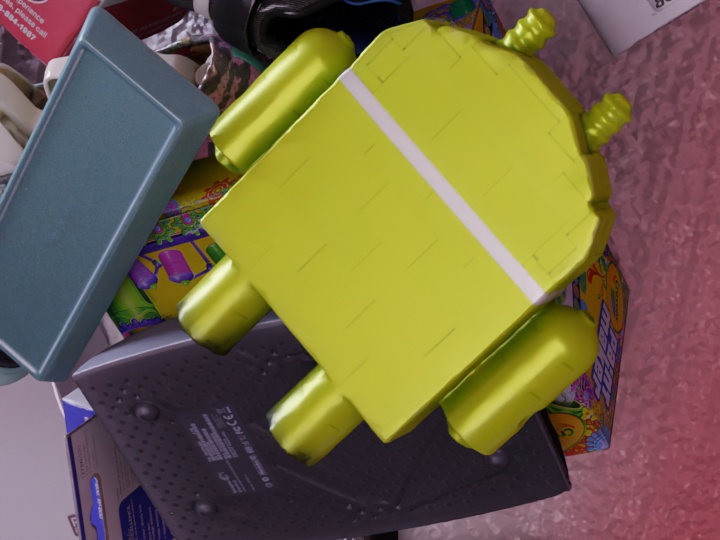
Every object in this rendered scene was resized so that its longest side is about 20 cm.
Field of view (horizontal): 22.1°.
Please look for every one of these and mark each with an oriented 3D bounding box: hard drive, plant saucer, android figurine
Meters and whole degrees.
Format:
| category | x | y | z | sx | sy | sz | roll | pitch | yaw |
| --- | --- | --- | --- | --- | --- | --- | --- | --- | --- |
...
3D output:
| category | x | y | z | sx | sy | sz | roll | pitch | yaw |
| --- | --- | --- | --- | --- | --- | --- | --- | --- | --- |
| hard drive | -0.016 | 0.063 | 0.841 | 0.200 | 0.042 | 0.135 | -12 | 126 | 22 |
| plant saucer | -0.129 | -0.024 | 0.816 | 0.070 | 0.019 | 0.200 | 40 | 133 | 5 |
| android figurine | 0.020 | -0.018 | 0.746 | 0.200 | 0.041 | 0.182 | -46 | 79 | 17 |

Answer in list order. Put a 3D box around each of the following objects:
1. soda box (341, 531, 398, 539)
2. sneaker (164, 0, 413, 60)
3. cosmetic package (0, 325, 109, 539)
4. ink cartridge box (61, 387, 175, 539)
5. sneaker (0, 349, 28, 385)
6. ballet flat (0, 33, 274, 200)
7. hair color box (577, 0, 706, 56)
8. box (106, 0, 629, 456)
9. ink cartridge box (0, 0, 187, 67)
| category | x | y | z | sx | sy | sz | roll | pitch | yaw |
| --- | --- | --- | --- | --- | --- | --- | --- | --- | --- |
| soda box | -0.019 | 0.195 | 1.032 | 0.071 | 0.063 | 0.201 | 7 | 109 | 19 |
| sneaker | -0.005 | -0.146 | 0.831 | 0.112 | 0.200 | 0.073 | 39 | 137 | 18 |
| cosmetic package | -0.173 | 0.129 | 1.064 | 0.101 | 0.074 | 0.200 | -18 | 102 | 24 |
| ink cartridge box | -0.108 | 0.092 | 0.954 | 0.037 | 0.200 | 0.095 | 1 | 107 | 20 |
| sneaker | -0.243 | -0.014 | 1.026 | 0.140 | 0.078 | 0.200 | -28 | 66 | 35 |
| ballet flat | -0.131 | -0.070 | 0.841 | 0.200 | 0.069 | 0.071 | -14 | 145 | 25 |
| hair color box | 0.110 | -0.212 | 0.846 | 0.099 | 0.061 | 0.200 | -30 | 94 | 27 |
| box | 0.000 | 0.000 | 0.893 | 0.200 | 0.122 | 0.193 | -14 | 124 | 24 |
| ink cartridge box | -0.113 | -0.226 | 0.878 | 0.145 | 0.145 | 0.200 | 44 | 118 | 4 |
